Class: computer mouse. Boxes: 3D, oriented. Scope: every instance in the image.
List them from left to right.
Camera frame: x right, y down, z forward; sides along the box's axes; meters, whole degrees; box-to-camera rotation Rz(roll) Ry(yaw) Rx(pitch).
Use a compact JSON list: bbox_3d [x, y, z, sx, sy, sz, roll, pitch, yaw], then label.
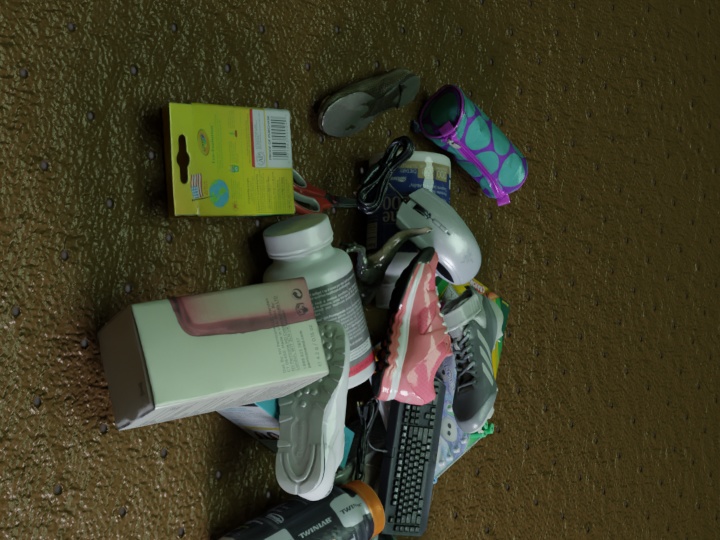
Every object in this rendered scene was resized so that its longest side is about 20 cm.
[{"bbox_3d":[0.087,-0.066,1.645,0.200,0.044,0.110,44,72,-13],"label":"computer mouse"}]

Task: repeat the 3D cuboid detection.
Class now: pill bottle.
[{"bbox_3d":[-0.064,0.315,1.511,0.199,0.106,0.107,-23,107,-37],"label":"pill bottle"},{"bbox_3d":[-0.054,0.039,1.562,0.111,0.110,0.201,-33,114,-48],"label":"pill bottle"},{"bbox_3d":[0.063,-0.051,1.718,0.111,0.110,0.202,8,82,-52],"label":"pill bottle"}]

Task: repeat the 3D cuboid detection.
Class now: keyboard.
[{"bbox_3d":[0.045,0.226,1.614,0.126,0.021,0.202,10,84,-29],"label":"keyboard"}]

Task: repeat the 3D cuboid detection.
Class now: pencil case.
[{"bbox_3d":[0.163,-0.181,1.878,0.200,0.085,0.093,37,45,-45],"label":"pencil case"}]

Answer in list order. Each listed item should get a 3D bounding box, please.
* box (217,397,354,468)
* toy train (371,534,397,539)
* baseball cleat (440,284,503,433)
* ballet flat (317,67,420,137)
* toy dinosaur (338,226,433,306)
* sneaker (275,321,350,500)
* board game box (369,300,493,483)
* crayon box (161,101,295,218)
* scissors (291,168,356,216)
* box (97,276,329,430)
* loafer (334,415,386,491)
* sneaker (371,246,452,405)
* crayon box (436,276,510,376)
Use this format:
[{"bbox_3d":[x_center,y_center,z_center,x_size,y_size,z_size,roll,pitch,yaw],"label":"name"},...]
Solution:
[{"bbox_3d":[-0.097,0.169,1.524,0.200,0.082,0.049,44,54,-43],"label":"box"},{"bbox_3d":[0.041,0.414,1.702,0.200,0.085,0.115,49,40,-37],"label":"toy train"},{"bbox_3d":[0.135,0.112,1.709,0.106,0.069,0.201,39,43,-32],"label":"baseball cleat"},{"bbox_3d":[0.004,-0.227,1.711,0.200,0.046,0.068,-31,144,-43],"label":"ballet flat"},{"bbox_3d":[0.000,0.000,1.635,0.088,0.200,0.048,23,31,-23],"label":"toy dinosaur"},{"bbox_3d":[-0.047,0.158,1.477,0.080,0.076,0.202,32,67,-60],"label":"sneaker"},{"bbox_3d":[0.096,0.164,1.710,0.200,0.026,0.201,-31,106,-50],"label":"board game box"},{"bbox_3d":[-0.159,-0.124,1.481,0.199,0.051,0.128,-3,91,-53],"label":"crayon box"},{"bbox_3d":[-0.040,-0.083,1.645,0.200,0.014,0.074,22,39,-53],"label":"scissors"},{"bbox_3d":[-0.154,0.085,1.350,0.199,0.128,0.110,-9,78,-30],"label":"box"},{"bbox_3d":[0.000,0.246,1.667,0.199,0.075,0.070,-26,122,-47],"label":"loafer"},{"bbox_3d":[0.076,0.072,1.605,0.086,0.074,0.202,18,76,-10],"label":"sneaker"},{"bbox_3d":[0.126,0.093,1.837,0.200,0.058,0.174,32,63,-46],"label":"crayon box"}]
